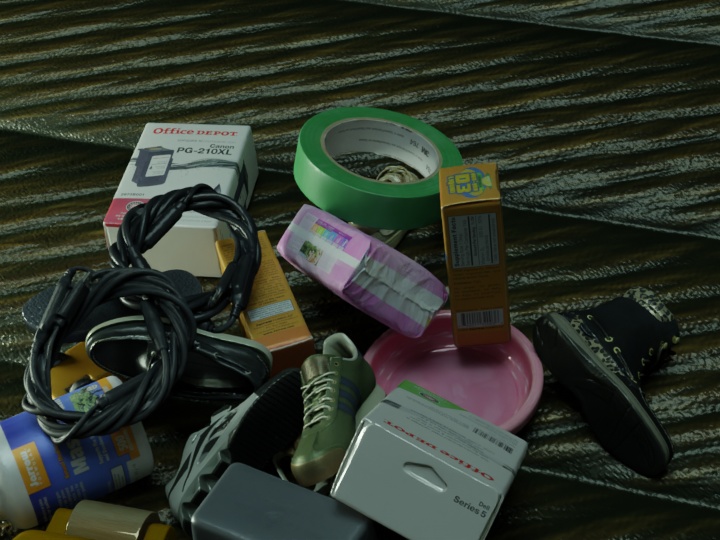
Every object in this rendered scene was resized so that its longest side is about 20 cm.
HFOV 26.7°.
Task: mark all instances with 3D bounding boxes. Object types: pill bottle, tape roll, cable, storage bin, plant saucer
[{"bbox_3d":[-0.321,0.195,1.550,0.198,0.113,0.112,-23,44,-18],"label":"pill bottle"},{"bbox_3d":[0.021,-0.123,1.793,0.198,0.049,0.201,8,34,-6],"label":"tape roll"},{"bbox_3d":[-0.255,0.089,1.528,0.161,0.051,0.202,14,62,9],"label":"cable"},{"bbox_3d":[-0.192,-0.017,1.661,0.161,0.051,0.202,10,48,0],"label":"cable"},{"bbox_3d":[-0.061,0.266,1.420,0.198,0.135,0.146,18,47,24],"label":"storage bin"},{"bbox_3d":[0.096,0.127,1.616,0.198,0.051,0.202,-3,42,3],"label":"plant saucer"}]

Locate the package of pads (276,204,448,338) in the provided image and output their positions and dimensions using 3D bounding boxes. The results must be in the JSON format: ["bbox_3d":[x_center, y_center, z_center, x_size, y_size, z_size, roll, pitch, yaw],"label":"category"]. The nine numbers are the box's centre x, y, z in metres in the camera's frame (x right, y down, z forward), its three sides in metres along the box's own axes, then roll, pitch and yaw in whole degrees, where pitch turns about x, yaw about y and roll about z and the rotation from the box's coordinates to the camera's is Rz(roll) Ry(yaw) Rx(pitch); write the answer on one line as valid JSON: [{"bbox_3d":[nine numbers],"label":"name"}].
[{"bbox_3d":[0.000,0.000,1.668,0.076,0.120,0.200,-57,28,-2],"label":"package of pads"}]

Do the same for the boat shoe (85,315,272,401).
[{"bbox_3d":[-0.191,0.101,1.572,0.197,0.075,0.066,13,34,-6],"label":"boat shoe"}]

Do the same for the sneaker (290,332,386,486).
[{"bbox_3d":[-0.036,0.128,1.485,0.067,0.091,0.200,-22,13,24],"label":"sneaker"}]

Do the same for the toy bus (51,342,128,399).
[{"bbox_3d":[-0.261,0.101,1.672,0.199,0.079,0.065,-33,49,-27],"label":"toy bus"}]

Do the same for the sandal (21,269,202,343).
[{"bbox_3d":[-0.266,0.048,1.644,0.198,0.043,0.076,-8,46,-24],"label":"sandal"}]

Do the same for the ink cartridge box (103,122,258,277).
[{"bbox_3d":[-0.218,-0.091,1.874,0.143,0.085,0.201,3,43,10],"label":"ink cartridge box"}]

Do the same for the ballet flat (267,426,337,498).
[{"bbox_3d":[-0.032,0.214,1.535,0.199,0.068,0.073,30,73,34],"label":"ballet flat"}]

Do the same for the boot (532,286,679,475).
[{"bbox_3d":[0.294,0.107,1.593,0.153,0.074,0.204,-19,58,-34],"label":"boot"}]

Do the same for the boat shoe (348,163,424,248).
[{"bbox_3d":[0.049,-0.093,1.855,0.072,0.065,0.200,22,49,29],"label":"boat shoe"}]

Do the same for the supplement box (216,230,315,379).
[{"bbox_3d":[-0.108,0.042,1.715,0.068,0.067,0.201,-17,43,-11],"label":"supplement box"}]

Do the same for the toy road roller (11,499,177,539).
[{"bbox_3d":[-0.263,0.281,1.420,0.121,0.147,0.201,7,43,14],"label":"toy road roller"}]

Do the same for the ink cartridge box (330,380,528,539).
[{"bbox_3d":[0.069,0.187,1.428,0.144,0.085,0.200,27,11,9],"label":"ink cartridge box"}]

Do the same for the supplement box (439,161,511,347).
[{"bbox_3d":[0.120,-0.014,1.581,0.068,0.202,0.067,-4,41,3],"label":"supplement box"}]

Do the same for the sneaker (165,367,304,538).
[{"bbox_3d":[-0.131,0.169,1.544,0.200,0.074,0.088,-49,39,-4],"label":"sneaker"}]
